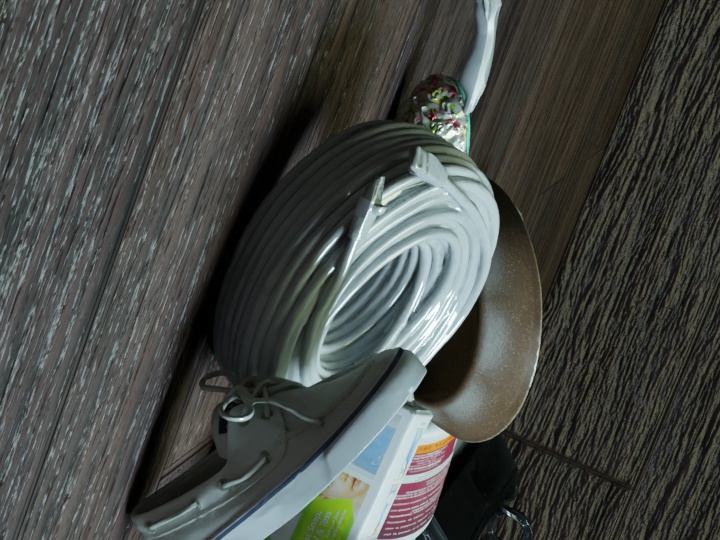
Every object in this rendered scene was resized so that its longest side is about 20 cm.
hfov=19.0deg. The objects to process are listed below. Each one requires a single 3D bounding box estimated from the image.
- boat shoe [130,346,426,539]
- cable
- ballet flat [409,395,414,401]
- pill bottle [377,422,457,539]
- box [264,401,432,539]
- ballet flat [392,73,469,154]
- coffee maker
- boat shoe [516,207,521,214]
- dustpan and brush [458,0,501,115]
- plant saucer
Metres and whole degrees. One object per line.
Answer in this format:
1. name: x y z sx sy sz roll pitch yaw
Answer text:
1. boat shoe: -0.056 0.090 1.183 0.202 0.086 0.075 -41 -175 29
2. cable: -0.003 0.007 1.263 0.201 0.069 0.200 -54 154 10
3. ballet flat: 0.005 0.087 1.575 0.200 0.071 0.072 81 33 -61
4. pill bottle: 0.018 0.161 1.791 0.110 0.109 0.201 -57 167 -46
5. box: -0.046 0.162 1.409 0.101 0.112 0.201 27 86 -81
6. ballet flat: 0.032 -0.045 1.525 0.064 0.076 0.201 -19 136 -33
7. coffee maker: 0.072 0.228 2.016 0.135 0.192 0.200 -53 178 32
8. boat shoe: 0.090 0.013 2.029 0.202 0.070 0.072 -63 151 -15
9. dustpan and brush: 0.085 -0.207 1.445 0.140 0.057 0.202 -37 149 -73
10. plant saucer: 0.065 0.027 1.597 0.200 0.036 0.203 3 -87 61
